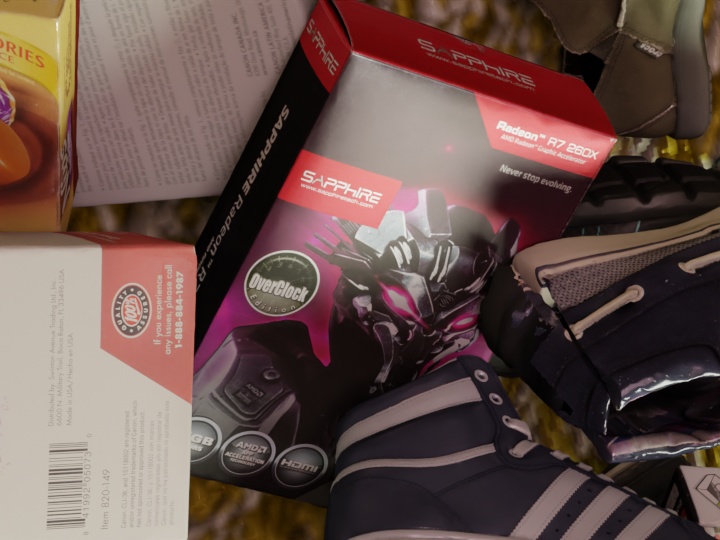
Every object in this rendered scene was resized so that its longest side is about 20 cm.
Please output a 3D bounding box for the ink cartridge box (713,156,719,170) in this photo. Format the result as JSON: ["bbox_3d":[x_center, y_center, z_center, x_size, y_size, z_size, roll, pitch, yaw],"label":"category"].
[{"bbox_3d":[0.281,-0.021,1.152,0.146,0.086,0.200,-43,104,-8],"label":"ink cartridge box"}]

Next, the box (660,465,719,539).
[{"bbox_3d":[0.159,0.168,1.101,0.110,0.035,0.200,5,129,-15],"label":"box"}]

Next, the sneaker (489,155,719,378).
[{"bbox_3d":[0.077,-0.001,1.115,0.200,0.075,0.079,-9,106,-6],"label":"sneaker"}]

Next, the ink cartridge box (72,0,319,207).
[{"bbox_3d":[-0.113,-0.101,1.015,0.200,0.057,0.163,-3,129,15],"label":"ink cartridge box"}]

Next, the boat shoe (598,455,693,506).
[{"bbox_3d":[0.072,0.149,1.120,0.200,0.074,0.060,-38,58,-1],"label":"boat shoe"}]

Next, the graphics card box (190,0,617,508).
[{"bbox_3d":[0.000,0.000,1.022,0.125,0.051,0.200,16,117,-28],"label":"graphics card box"}]

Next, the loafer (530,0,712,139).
[{"bbox_3d":[0.104,-0.121,1.066,0.070,0.075,0.200,-14,138,1],"label":"loafer"}]

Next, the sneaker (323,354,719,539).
[{"bbox_3d":[0.082,0.096,1.003,0.200,0.109,0.070,7,135,-11],"label":"sneaker"}]

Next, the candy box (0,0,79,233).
[{"bbox_3d":[-0.208,-0.076,0.980,0.200,0.057,0.117,6,131,-1],"label":"candy box"}]

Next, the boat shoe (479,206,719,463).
[{"bbox_3d":[0.154,0.023,1.021,0.200,0.093,0.075,-15,132,-21],"label":"boat shoe"}]

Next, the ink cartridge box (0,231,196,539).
[{"bbox_3d":[-0.164,0.045,0.936,0.200,0.067,0.117,0,96,-28],"label":"ink cartridge box"}]
